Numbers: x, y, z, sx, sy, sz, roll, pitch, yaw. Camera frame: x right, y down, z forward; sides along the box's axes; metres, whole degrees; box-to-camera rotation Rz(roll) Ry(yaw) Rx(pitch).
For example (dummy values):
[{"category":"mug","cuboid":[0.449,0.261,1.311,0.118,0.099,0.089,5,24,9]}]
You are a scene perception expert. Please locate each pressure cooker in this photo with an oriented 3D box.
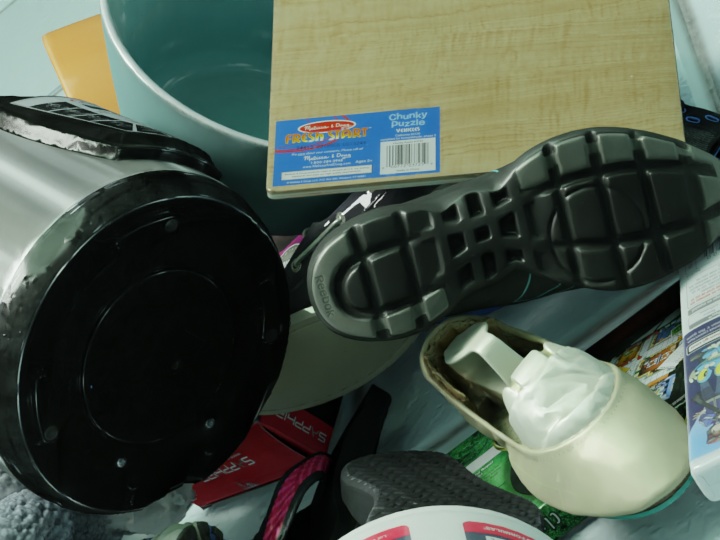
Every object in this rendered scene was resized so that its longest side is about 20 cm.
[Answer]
[{"category":"pressure cooker","cuboid":[-0.155,0.008,1.327,0.178,0.177,0.200,-34,37,-26]}]

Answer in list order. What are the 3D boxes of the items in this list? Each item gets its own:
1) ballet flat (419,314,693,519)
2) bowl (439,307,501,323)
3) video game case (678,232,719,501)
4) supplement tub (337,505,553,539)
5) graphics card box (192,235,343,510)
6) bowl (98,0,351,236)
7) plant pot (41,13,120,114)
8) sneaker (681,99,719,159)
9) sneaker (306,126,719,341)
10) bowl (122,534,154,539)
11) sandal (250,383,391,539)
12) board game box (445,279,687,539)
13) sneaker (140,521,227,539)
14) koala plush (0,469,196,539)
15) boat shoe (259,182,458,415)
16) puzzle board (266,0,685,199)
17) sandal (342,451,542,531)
[{"category":"ballet flat","cuboid":[0.080,0.058,1.210,0.069,0.070,0.200,-46,22,-8]},{"category":"bowl","cuboid":[0.088,-0.051,1.494,0.200,0.039,0.201,-36,23,18]},{"category":"video game case","cuboid":[0.228,0.000,1.152,0.199,0.023,0.183,-27,25,19]},{"category":"supplement tub","cuboid":[0.038,0.189,0.992,0.140,0.140,0.200,-38,21,11]},{"category":"graphics card box","cuboid":[-0.045,0.023,1.501,0.125,0.051,0.201,-25,41,52]},{"category":"bowl","cuboid":[-0.048,-0.095,1.419,0.201,0.200,0.105,-67,-2,-46]},{"category":"plant pot","cuboid":[-0.095,-0.086,1.701,0.139,0.201,0.200,-26,22,-2]},{"category":"sneaker","cuboid":[0.141,-0.091,1.378,0.111,0.073,0.201,2,66,15]},{"category":"sneaker","cuboid":[0.072,-0.021,1.256,0.199,0.076,0.079,-12,4,4]},{"category":"bowl","cuboid":[-0.174,0.102,1.598,0.201,0.090,0.201,-37,22,17]},{"category":"sandal","cuboid":[-0.029,0.121,1.341,0.075,0.045,0.200,-58,7,33]},{"category":"board game box","cuboid":[0.086,0.089,1.260,0.200,0.023,0.105,-37,24,12]},{"category":"sneaker","cuboid":[-0.118,0.214,1.267,0.085,0.077,0.201,-9,50,39]},{"category":"koala plush","cuboid":[-0.184,0.148,1.410,0.176,0.185,0.200,-5,36,26]},{"category":"boat shoe","cuboid":[0.000,0.000,1.361,0.200,0.072,0.063,-42,46,29]},{"category":"puzzle board","cuboid":[0.054,-0.095,1.323,0.198,0.017,0.151,-5,47,6]},{"category":"sandal","cuboid":[0.034,0.119,1.182,0.075,0.045,0.200,-3,7,-8]}]
